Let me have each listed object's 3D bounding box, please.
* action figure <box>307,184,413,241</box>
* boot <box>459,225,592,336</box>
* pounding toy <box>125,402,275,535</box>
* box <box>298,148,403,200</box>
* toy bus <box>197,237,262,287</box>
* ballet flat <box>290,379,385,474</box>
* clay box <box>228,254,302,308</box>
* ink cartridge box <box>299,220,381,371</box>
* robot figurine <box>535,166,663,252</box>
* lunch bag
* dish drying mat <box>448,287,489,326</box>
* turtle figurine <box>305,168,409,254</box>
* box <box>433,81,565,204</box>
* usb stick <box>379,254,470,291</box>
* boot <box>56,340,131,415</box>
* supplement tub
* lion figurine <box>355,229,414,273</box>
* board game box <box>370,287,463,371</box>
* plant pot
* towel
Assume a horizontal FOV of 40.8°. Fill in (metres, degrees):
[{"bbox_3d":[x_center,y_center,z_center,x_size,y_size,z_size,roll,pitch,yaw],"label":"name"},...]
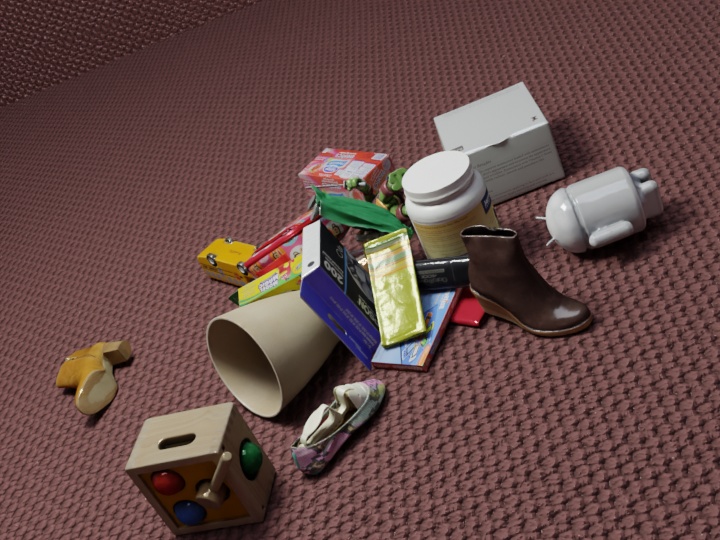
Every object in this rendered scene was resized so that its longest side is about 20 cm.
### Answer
[{"bbox_3d":[0.006,-0.089,1.726,0.118,0.199,0.055,-103,35,-55],"label":"action figure"},{"bbox_3d":[0.252,0.014,1.488,0.199,0.167,0.072,10,46,33],"label":"boot"},{"bbox_3d":[-0.223,0.295,1.415,0.199,0.185,0.142,-13,35,19],"label":"pounding toy"},{"bbox_3d":[-0.021,-0.187,2.039,0.200,0.096,0.100,12,48,45],"label":"box"},{"bbox_3d":[-0.250,-0.014,1.971,0.200,0.078,0.065,14,48,46],"label":"toy bus"},{"bbox_3d":[-0.035,0.224,1.489,0.069,0.071,0.200,12,48,45],"label":"ballet flat"},{"bbox_3d":[-0.128,0.044,1.739,0.200,0.115,0.048,-29,49,22],"label":"clay box"},{"bbox_3d":[-0.026,0.039,1.629,0.043,0.198,0.200,-30,30,20],"label":"ink cartridge box"},{"bbox_3d":[0.394,-0.099,1.604,0.199,0.113,0.170,-20,31,10],"label":"robot figurine"},{"bbox_3d":[-0.126,-0.039,1.807,0.176,0.082,0.200,-41,8,-38],"label":"lunch bag"},{"bbox_3d":[0.138,0.055,1.657,0.199,0.018,0.077,8,49,40],"label":"dish drying mat"},{"bbox_3d":[0.024,-0.108,1.835,0.194,0.199,0.145,-26,62,59],"label":"turtle figurine"},{"bbox_3d":[0.266,-0.241,1.881,0.198,0.131,0.200,-21,33,8],"label":"box"},{"bbox_3d":[0.124,0.006,1.631,0.199,0.056,0.033,-6,16,32],"label":"usb stick"},{"bbox_3d":[-0.537,0.216,1.870,0.144,0.071,0.201,-17,30,26],"label":"boot"},{"bbox_3d":[0.162,-0.091,1.676,0.144,0.200,0.145,-18,33,12],"label":"supplement tub"},{"bbox_3d":[0.000,0.000,1.781,0.200,0.123,0.072,-32,-4,21],"label":"lion figurine"},{"bbox_3d":[0.100,0.082,1.622,0.103,0.019,0.200,-1,48,37],"label":"board game box"},{"bbox_3d":[-0.124,0.116,1.633,0.187,0.188,0.200,12,35,45],"label":"plant pot"},{"bbox_3d":[0.056,0.027,1.626,0.086,0.018,0.201,-24,57,24],"label":"towel"}]
